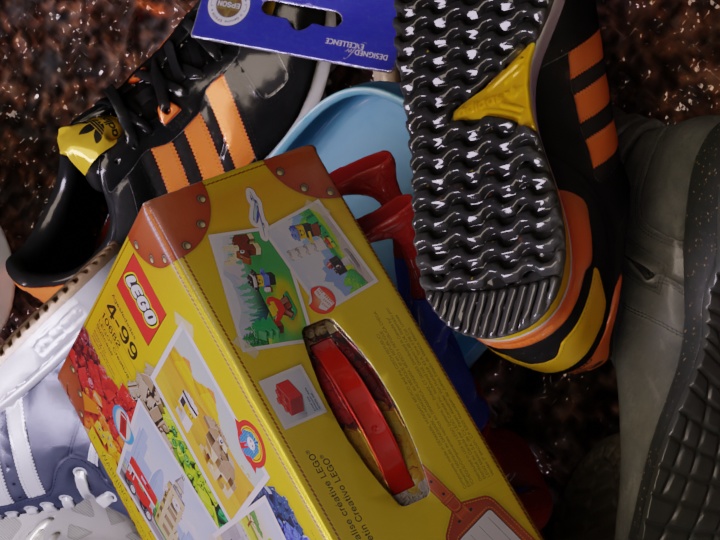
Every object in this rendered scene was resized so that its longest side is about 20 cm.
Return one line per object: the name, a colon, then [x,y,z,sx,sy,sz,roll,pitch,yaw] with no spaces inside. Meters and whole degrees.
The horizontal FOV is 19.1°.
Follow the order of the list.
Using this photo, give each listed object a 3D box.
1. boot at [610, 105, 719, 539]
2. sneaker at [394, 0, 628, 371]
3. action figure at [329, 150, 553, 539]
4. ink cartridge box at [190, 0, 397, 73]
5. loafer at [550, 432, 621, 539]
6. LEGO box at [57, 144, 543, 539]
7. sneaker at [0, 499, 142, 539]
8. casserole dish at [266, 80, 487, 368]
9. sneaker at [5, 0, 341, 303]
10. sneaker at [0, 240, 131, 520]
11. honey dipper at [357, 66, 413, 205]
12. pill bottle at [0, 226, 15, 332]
boot: [0.113,0.031,0.852,0.130,0.067,0.201,4,82,58]
sneaker: [0.064,-0.056,0.809,0.070,0.090,0.201,-12,63,27]
action figure: [0.014,0.059,0.867,0.099,0.065,0.201,-26,121,4]
ink cartridge box: [-0.008,-0.189,0.900,0.094,0.037,0.201,12,83,17]
loafer: [0.126,0.166,0.875,0.076,0.067,0.201,152,116,-61]
LEGO box: [-0.021,0.081,0.792,0.201,0.077,0.149,60,149,16]
sneaker: [-0.131,0.139,0.956,0.200,0.115,0.076,24,103,31]
casserole dish: [0.000,0.000,0.908,0.121,0.039,0.200,37,123,-4]
sneaker: [-0.084,-0.062,0.935,0.070,0.090,0.201,44,112,39]
sneaker: [-0.135,0.088,0.937,0.108,0.070,0.200,44,117,-7]
honey dipper: [0.005,-0.129,0.930,0.038,0.038,0.201,-8,88,25]
pill bottle: [-0.252,0.017,0.988,0.199,0.111,0.112,-14,87,42]
